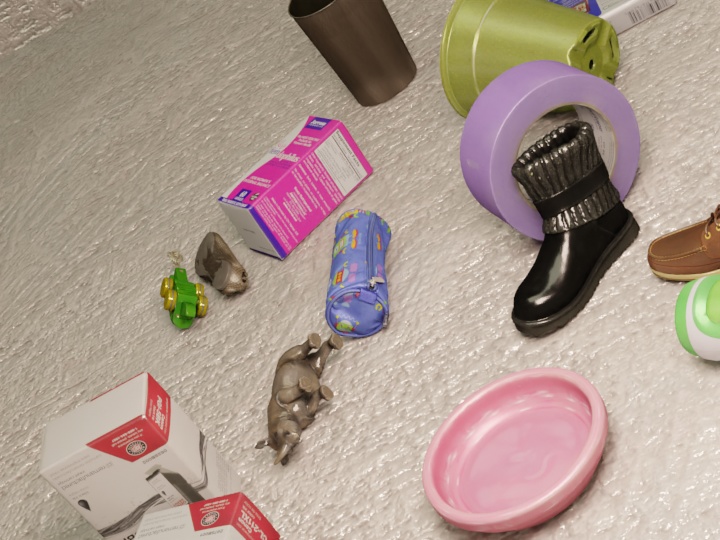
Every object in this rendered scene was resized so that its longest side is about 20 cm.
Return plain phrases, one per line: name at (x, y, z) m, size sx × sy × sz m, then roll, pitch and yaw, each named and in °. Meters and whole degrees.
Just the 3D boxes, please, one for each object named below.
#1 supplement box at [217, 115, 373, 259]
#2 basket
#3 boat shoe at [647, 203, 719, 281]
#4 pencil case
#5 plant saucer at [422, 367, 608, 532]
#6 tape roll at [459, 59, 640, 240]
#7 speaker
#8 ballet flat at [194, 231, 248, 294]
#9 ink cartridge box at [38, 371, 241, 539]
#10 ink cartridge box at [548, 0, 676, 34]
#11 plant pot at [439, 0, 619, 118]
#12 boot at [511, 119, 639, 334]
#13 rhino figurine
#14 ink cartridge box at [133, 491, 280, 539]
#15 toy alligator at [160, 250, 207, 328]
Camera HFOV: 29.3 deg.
supplement box at (-0.095, -0.125, 2.026) m, size 0.200 × 0.104 × 0.101 m, roll -44°, pitch 30°, yaw -19°
basket at (-0.006, -0.374, 2.193) m, size 0.135 × 0.200 × 0.181 m, roll -20°, pitch 32°, yaw 25°
boat shoe at (0.390, -0.042, 1.441) m, size 0.199 × 0.068 × 0.072 m, roll -13°, pitch 36°, yaw 34°
pencil case at (0.000, 0.000, 1.767) m, size 0.087 × 0.078 × 0.201 m, roll -53°, pitch 19°, yaw 32°
plant saucer at (0.158, 0.185, 1.368) m, size 0.200 × 0.051 × 0.201 m, roll -25°, pitch 30°, yaw 16°
tape roll at (0.223, -0.141, 1.622) m, size 0.200 × 0.200 × 0.085 m, roll -38°, pitch 29°, yaw -5°
speaker at (0.400, 0.044, 1.291) m, size 0.199 × 0.089 × 0.089 m, roll -2°, pitch 43°, yaw 44°
ballet flat at (-0.203, -0.007, 2.031) m, size 0.068 × 0.046 × 0.200 m, roll -67°, pitch 24°, yaw 7°
ink cartridge box at (-0.246, 0.233, 1.561) m, size 0.146 × 0.200 × 0.083 m, roll -28°, pitch 33°, yaw 12°
ink cartridge box at (0.349, -0.400, 2.031) m, size 0.197 × 0.047 × 0.200 m, roll -28°, pitch 28°, yaw 15°
plant pot at (0.242, -0.289, 1.863) m, size 0.189 × 0.201 × 0.200 m, roll 17°, pitch 56°, yaw 39°
boot at (0.213, -0.050, 1.541) m, size 0.079 × 0.158 × 0.211 m, roll 9°, pitch 51°, yaw 51°
rhino figurine at (-0.078, 0.158, 1.636) m, size 0.087 × 0.060 × 0.201 m, roll -39°, pitch 24°, yaw 35°
ink cartridge box at (-0.185, 0.347, 1.451) m, size 0.145 × 0.083 × 0.201 m, roll -17°, pitch 33°, yaw 28°
toy alligator at (-0.266, 0.037, 2.020) m, size 0.200 × 0.059 × 0.055 m, roll -120°, pitch 45°, yaw -60°
